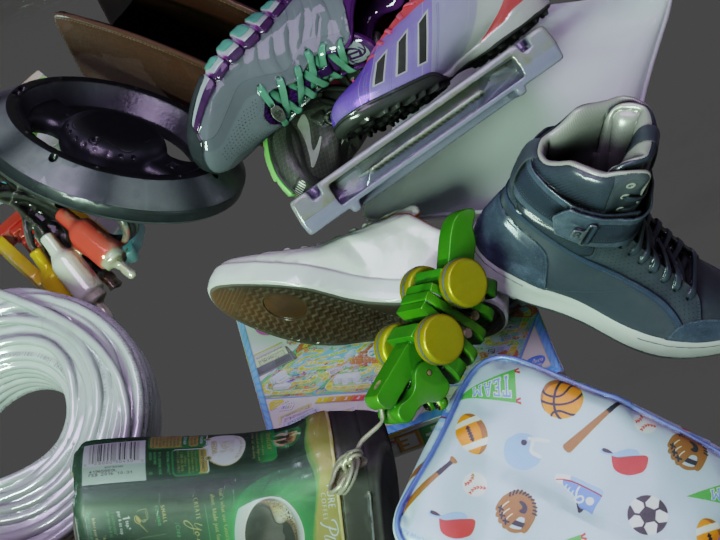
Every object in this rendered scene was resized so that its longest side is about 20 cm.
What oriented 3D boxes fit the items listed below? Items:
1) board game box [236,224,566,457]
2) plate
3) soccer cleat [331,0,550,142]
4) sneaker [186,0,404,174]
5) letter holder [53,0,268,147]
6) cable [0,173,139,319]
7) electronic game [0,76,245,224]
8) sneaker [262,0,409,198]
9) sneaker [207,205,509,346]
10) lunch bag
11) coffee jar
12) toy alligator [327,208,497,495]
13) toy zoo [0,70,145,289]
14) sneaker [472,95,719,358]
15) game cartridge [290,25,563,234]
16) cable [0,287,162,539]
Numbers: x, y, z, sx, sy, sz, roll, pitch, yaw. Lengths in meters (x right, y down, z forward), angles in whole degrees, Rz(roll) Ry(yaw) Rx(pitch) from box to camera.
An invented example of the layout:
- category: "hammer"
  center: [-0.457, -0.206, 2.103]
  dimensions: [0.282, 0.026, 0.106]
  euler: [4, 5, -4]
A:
- category: "board game box"
  center: [0.025, 0.056, 1.072]
  dimensions: [0.199, 0.034, 0.135]
  euler: [-20, 56, 2]
- category: "plate"
  center: [0.116, -0.110, 1.129]
  dimensions: [0.199, 0.032, 0.201]
  euler: [-2, 52, 30]
- category: "soccer cleat"
  center: [0.045, -0.161, 1.103]
  dimensions: [0.200, 0.068, 0.073]
  euler: [-36, 90, -25]
- category: "sneaker"
  center: [-0.042, -0.148, 1.110]
  dimensions: [0.087, 0.074, 0.200]
  euler: [23, 74, 36]
- category: "letter holder"
  center: [-0.136, -0.200, 1.212]
  dimensions: [0.199, 0.142, 0.101]
  euler: [23, 66, 26]
- category: "cable"
  center: [-0.240, -0.045, 1.144]
  dimensions: [0.200, 0.097, 0.050]
  euler: [39, 29, 4]
- category: "electronic game"
  center: [-0.181, -0.089, 1.155]
  dimensions: [0.199, 0.042, 0.200]
  euler: [14, 27, -8]
- category: "sneaker"
  center: [-0.008, -0.136, 1.164]
  dimensions: [0.077, 0.084, 0.201]
  euler: [32, 66, -16]
- category: "sneaker"
  center: [0.000, 0.000, 1.056]
  dimensions: [0.199, 0.073, 0.085]
  euler: [3, 56, 3]
- category: "lunch bag"
  center: [0.121, 0.151, 0.951]
  dimensions: [0.199, 0.076, 0.161]
  euler: [22, 70, 17]
- category: "coffee jar"
  center: [-0.075, 0.147, 0.981]
  dimensions: [0.199, 0.105, 0.085]
  euler: [-6, 22, -4]
- category: "toy alligator"
  center: [0.041, 0.057, 0.958]
  dimensions: [0.059, 0.054, 0.201]
  euler: [-15, 47, 59]
- category: "toy zoo"
  center: [-0.238, -0.064, 1.227]
  dimensions: [0.131, 0.020, 0.200]
  euler: [-44, 58, -13]
- category: "sneaker"
  center: [0.181, -0.025, 0.980]
  dimensions: [0.201, 0.146, 0.077]
  euler: [16, 46, -11]
- category: "game cartridge"
  center: [0.042, -0.091, 1.063]
  dimensions: [0.200, 0.130, 0.038]
  euler: [-35, 89, 1]
- category: "cable"
  center: [-0.236, 0.110, 1.082]
  dimensions: [0.199, 0.069, 0.201]
  euler: [9, 67, 18]
